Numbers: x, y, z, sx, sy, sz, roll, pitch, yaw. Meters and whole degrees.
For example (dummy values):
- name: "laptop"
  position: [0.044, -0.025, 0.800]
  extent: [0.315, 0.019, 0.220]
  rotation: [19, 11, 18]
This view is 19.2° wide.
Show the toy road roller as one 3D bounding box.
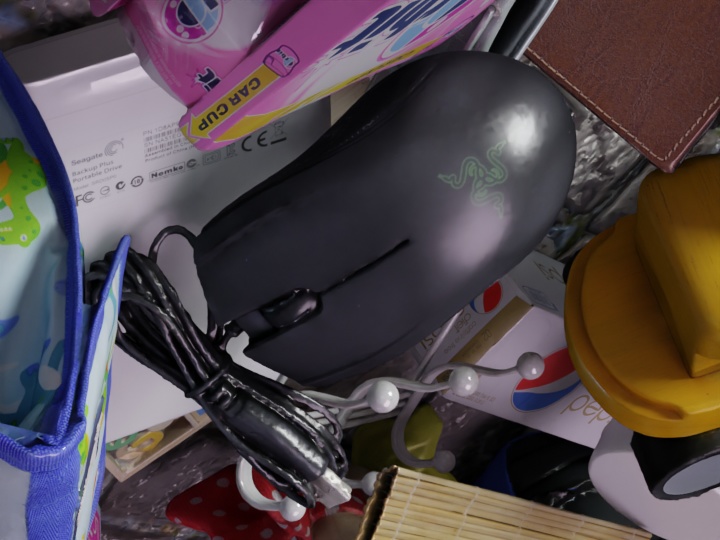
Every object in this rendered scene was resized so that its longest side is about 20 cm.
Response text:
- name: "toy road roller"
  position: [0.187, 0.007, 0.935]
  extent: [0.199, 0.123, 0.146]
  rotation: [-18, 156, -4]

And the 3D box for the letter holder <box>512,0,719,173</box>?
- name: "letter holder"
  position: [0.141, -0.167, 0.870]
  extent: [0.200, 0.142, 0.101]
  rotation: [-52, 176, 23]

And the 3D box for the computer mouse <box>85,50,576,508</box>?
- name: "computer mouse"
  position: [0.000, 0.000, 0.816]
  extent: [0.200, 0.053, 0.138]
  rotation: [-41, 105, 18]

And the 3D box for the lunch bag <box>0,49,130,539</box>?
- name: "lunch bag"
  position: [-0.147, 0.042, 0.754]
  extent: [0.127, 0.200, 0.170]
  rotation: [-13, 141, -23]

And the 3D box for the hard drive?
- name: "hard drive"
  position: [-0.074, -0.020, 0.870]
  extent: [0.132, 0.027, 0.200]
  rotation: [-19, 136, -19]

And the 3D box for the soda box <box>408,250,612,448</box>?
- name: "soda box"
  position: [0.100, 0.040, 1.112]
  extent: [0.068, 0.064, 0.200]
  rotation: [-46, 146, 16]

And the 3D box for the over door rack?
- name: "over door rack"
  position: [0.033, 0.012, 0.934]
  extent: [0.148, 0.066, 0.201]
  rotation: [-7, 121, -59]

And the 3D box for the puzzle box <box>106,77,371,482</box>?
- name: "puzzle box"
  position: [-0.055, 0.007, 0.961]
  extent: [0.200, 0.025, 0.133]
  rotation: [-34, 147, -2]

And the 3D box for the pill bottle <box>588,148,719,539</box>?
- name: "pill bottle"
  position: [0.191, 0.034, 1.068]
  extent: [0.200, 0.108, 0.109]
  rotation: [-59, 157, -27]

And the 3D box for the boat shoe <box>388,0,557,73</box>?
- name: "boat shoe"
  position: [0.080, -0.139, 0.806]
  extent: [0.201, 0.072, 0.070]
  rotation: [-50, 166, 29]

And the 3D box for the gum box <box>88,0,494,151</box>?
- name: "gum box"
  position: [0.009, -0.112, 0.691]
  extent: [0.113, 0.066, 0.200]
  rotation: [-37, 178, 29]

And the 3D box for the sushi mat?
- name: "sushi mat"
  position: [0.059, 0.149, 0.992]
  extent: [0.200, 0.012, 0.096]
  rotation: [20, 97, -46]

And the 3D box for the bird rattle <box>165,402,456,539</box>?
- name: "bird rattle"
  position: [0.012, 0.126, 1.062]
  extent: [0.113, 0.163, 0.200]
  rotation: [-58, 156, 2]

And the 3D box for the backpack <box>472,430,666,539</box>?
- name: "backpack"
  position: [0.141, 0.185, 1.243]
  extent: [0.200, 0.163, 0.168]
  rotation: [0, 137, -43]

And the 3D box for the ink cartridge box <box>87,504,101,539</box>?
- name: "ink cartridge box"
  position: [-0.139, 0.175, 0.934]
  extent: [0.042, 0.201, 0.119]
  rotation: [-5, 151, 4]
